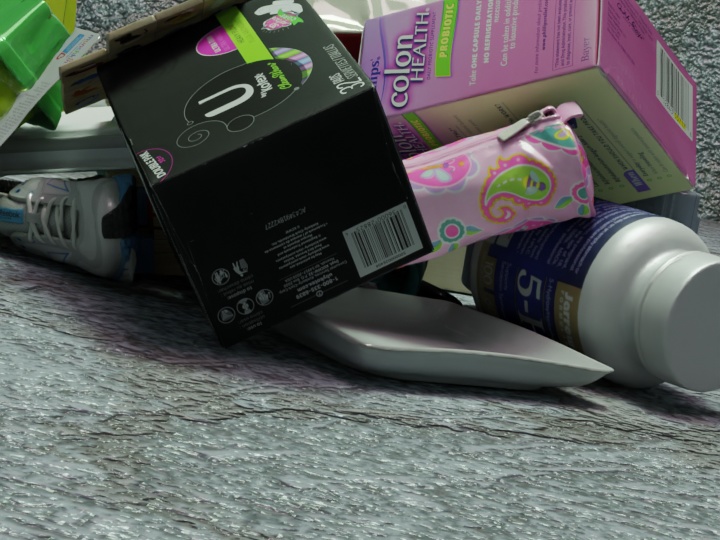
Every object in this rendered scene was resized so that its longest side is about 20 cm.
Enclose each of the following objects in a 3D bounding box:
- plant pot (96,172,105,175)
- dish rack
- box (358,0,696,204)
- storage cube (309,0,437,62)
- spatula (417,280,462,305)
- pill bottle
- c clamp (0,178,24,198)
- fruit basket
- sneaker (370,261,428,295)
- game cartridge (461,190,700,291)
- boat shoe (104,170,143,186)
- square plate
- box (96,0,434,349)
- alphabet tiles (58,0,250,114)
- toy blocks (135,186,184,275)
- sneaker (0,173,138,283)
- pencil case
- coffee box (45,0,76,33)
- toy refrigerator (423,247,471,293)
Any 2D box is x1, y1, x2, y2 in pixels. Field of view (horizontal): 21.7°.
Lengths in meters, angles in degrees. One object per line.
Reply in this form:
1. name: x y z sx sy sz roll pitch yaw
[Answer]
1. plant pot: -0.146 -0.130 1.670 0.200 0.202 0.160 17 21 38
2. dish rack: -0.186 -0.107 1.428 0.199 0.044 0.171 0 12 31
3. box: 0.125 -0.123 1.396 0.199 0.097 0.176 -12 -32 30
4. storage cube: -0.016 -0.205 1.534 0.170 0.201 0.180 1 -30 -14
5. spatula: 0.000 0.000 1.537 0.199 0.021 0.056 18 10 33
6. pill bottle: 0.179 0.015 1.317 0.119 0.121 0.200 7 8 -35
7. c clamp: -0.279 -0.066 1.568 0.199 0.027 0.171 8 8 -25
8. fruit basket: -0.298 -0.110 1.363 0.185 0.201 0.094 17 -22 44
9. sneaker: 0.007 -0.034 1.395 0.077 0.080 0.200 -2 -20 25
10. game cartridge: 0.168 -0.016 1.484 0.199 0.134 0.040 16 15 38
11. boat shoe: -0.115 -0.049 1.533 0.199 0.070 0.074 13 16 -12
12. square plate: 0.030 0.043 1.231 0.197 0.029 0.200 8 8 -33
13. box: -0.064 -0.072 1.184 0.148 0.125 0.200 -24 31 -5
14. alphabet tiles: -0.129 -0.154 1.291 0.166 0.006 0.200 -24 -3 -10
15. toy blocks: -0.114 -0.035 1.390 0.136 0.101 0.200 2 11 19
16. sneaker: -0.206 -0.032 1.304 0.086 0.076 0.200 2 2 -20
17. pencil case: 0.062 -0.053 1.288 0.199 0.088 0.087 -17 7 1
18. coffee box: -0.364 -0.189 1.568 0.199 0.202 0.197 4 1 -31
19. toy refrigerator: 0.071 -0.026 1.639 0.199 0.076 0.070 9 8 -17
